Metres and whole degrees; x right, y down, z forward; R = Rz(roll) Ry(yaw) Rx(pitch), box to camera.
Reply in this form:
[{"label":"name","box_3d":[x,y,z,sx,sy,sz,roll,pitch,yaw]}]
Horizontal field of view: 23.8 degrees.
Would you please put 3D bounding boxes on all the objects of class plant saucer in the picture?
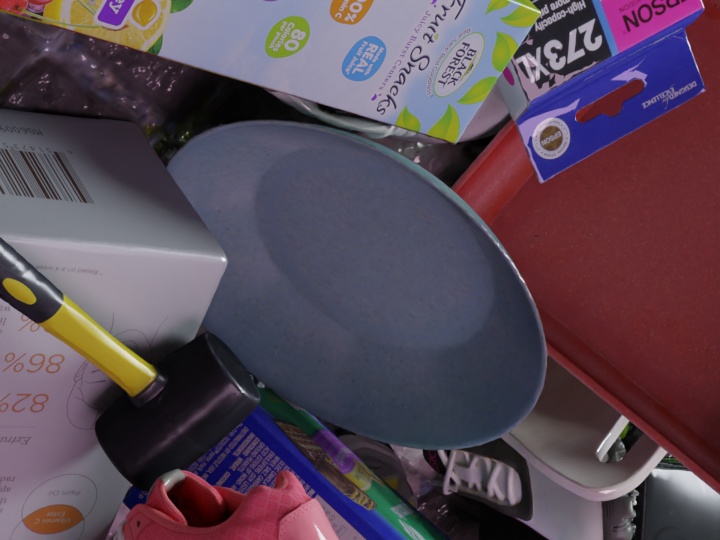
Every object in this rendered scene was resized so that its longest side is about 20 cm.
[{"label":"plant saucer","box_3d":[0.161,-0.026,0.798,0.200,0.199,0.037,-49,158,-4]},{"label":"plant saucer","box_3d":[0.000,0.000,0.788,0.039,0.199,0.202,-56,150,-36]}]

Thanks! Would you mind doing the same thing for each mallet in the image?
[{"label":"mallet","box_3d":[-0.122,0.024,0.653,0.066,0.041,0.200,-44,133,10]}]

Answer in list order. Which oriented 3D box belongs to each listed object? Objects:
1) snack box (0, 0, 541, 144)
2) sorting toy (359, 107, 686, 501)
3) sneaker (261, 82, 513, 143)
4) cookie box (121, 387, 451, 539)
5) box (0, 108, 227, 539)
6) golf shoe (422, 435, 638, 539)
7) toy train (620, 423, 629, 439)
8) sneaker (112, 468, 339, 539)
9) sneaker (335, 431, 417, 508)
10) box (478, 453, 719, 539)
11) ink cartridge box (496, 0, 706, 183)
[{"label":"snack box","box_3d":[-0.057,-0.137,0.609,0.199,0.169,0.068,13,122,-41]},{"label":"sorting toy","box_3d":[0.116,0.020,0.855,0.200,0.180,0.107,-39,138,2]},{"label":"sneaker","box_3d":[0.011,-0.087,0.766,0.199,0.081,0.077,11,117,-43]},{"label":"cookie box","box_3d":[-0.001,0.148,0.826,0.075,0.200,0.171,-48,171,2]},{"label":"box","box_3d":[-0.173,0.040,0.731,0.151,0.107,0.201,5,123,-38]},{"label":"golf shoe","box_3d":[0.082,0.107,0.900,0.087,0.200,0.078,-9,108,-15]},{"label":"toy train","box_3d":[0.186,0.083,1.045,0.115,0.085,0.201,-14,143,-1]},{"label":"sneaker","box_3d":[-0.073,0.124,0.708,0.074,0.199,0.088,-25,97,-47]},{"label":"sneaker","box_3d":[-0.058,0.160,0.938,0.199,0.077,0.076,-28,139,-9]},{"label":"box","box_3d":[0.188,0.175,1.020,0.199,0.148,0.126,7,86,-35]},{"label":"ink cartridge box","box_3d":[0.087,-0.143,0.742,0.094,0.037,0.201,-28,113,-10]}]
